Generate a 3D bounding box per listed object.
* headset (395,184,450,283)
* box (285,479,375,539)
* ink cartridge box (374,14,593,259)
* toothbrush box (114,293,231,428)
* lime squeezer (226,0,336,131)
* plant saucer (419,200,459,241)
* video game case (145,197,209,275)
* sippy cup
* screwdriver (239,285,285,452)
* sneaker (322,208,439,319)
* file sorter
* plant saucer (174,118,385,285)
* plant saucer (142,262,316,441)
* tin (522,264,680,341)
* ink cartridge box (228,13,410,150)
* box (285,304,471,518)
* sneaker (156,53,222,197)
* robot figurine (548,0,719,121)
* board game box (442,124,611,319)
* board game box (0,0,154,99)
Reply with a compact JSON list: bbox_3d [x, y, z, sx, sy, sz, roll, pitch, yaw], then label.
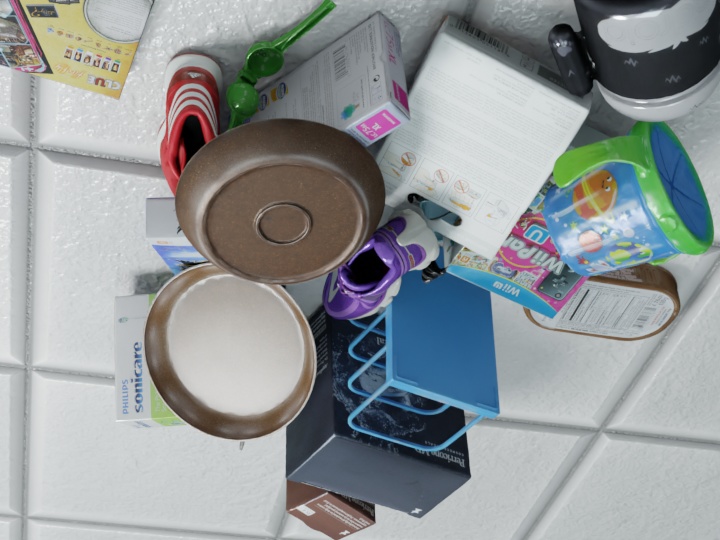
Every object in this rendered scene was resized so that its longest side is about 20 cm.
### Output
[{"bbox_3d":[0.083,-0.090,1.214,0.122,0.094,0.201,7,127,-3],"label":"headset"},{"bbox_3d":[-0.039,0.226,1.503,0.075,0.201,0.100,-27,134,28],"label":"box"},{"bbox_3d":[0.111,-0.126,1.158,0.161,0.050,0.201,27,129,-4],"label":"ink cartridge box"},{"bbox_3d":[-0.180,0.102,1.379,0.198,0.147,0.086,-5,166,1],"label":"toothbrush box"},{"bbox_3d":[-0.092,-0.171,1.115,0.201,0.070,0.038,-58,145,3],"label":"lime squeezer"},{"bbox_3d":[0.165,-0.066,1.309,0.198,0.019,0.070,-4,140,3],"label":"plant saucer"},{"bbox_3d":[-0.121,-0.033,1.247,0.179,0.046,0.200,-1,169,0],"label":"video game case"},{"bbox_3d":[0.252,-0.060,1.142,0.130,0.140,0.179,-25,108,31],"label":"sippy cup"},{"bbox_3d":[-0.110,0.103,1.313,0.029,0.202,0.028,4,173,45],"label":"screwdriver"},{"bbox_3d":[0.000,0.000,1.223,0.083,0.081,0.200,-29,171,-33],"label":"sneaker"},{"bbox_3d":[0.062,0.083,1.343,0.138,0.201,0.123,20,139,-24],"label":"file sorter"},{"bbox_3d":[-0.073,-0.052,1.100,0.198,0.035,0.201,-4,136,-4],"label":"plant saucer"},{"bbox_3d":[-0.138,0.085,1.277,0.198,0.032,0.202,4,106,14],"label":"plant saucer"},{"bbox_3d":[0.288,0.033,1.418,0.198,0.042,0.113,8,135,-12],"label":"tin"},{"bbox_3d":[-0.045,-0.146,1.125,0.199,0.120,0.042,-27,137,26],"label":"ink cartridge box"},{"bbox_3d":[0.019,0.168,1.438,0.195,0.201,0.117,21,135,-26],"label":"box"},{"bbox_3d":[-0.171,-0.104,1.173,0.077,0.116,0.201,0,139,-1],"label":"sneaker"},{"bbox_3d":[0.255,-0.225,1.046,0.149,0.126,0.201,5,146,29],"label":"robot figurine"},{"bbox_3d":[0.201,-0.058,1.258,0.147,0.065,0.200,23,127,-18],"label":"board game box"},{"bbox_3d":[-0.297,-0.240,1.071,0.198,0.035,0.136,15,137,-19],"label":"board game box"}]
